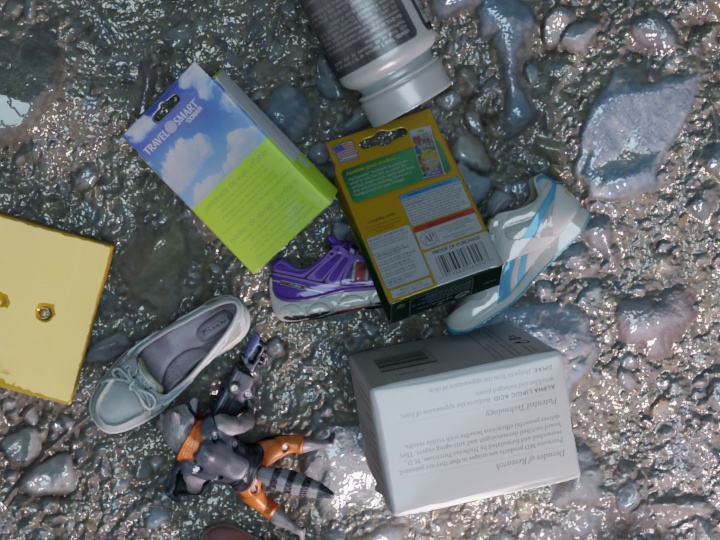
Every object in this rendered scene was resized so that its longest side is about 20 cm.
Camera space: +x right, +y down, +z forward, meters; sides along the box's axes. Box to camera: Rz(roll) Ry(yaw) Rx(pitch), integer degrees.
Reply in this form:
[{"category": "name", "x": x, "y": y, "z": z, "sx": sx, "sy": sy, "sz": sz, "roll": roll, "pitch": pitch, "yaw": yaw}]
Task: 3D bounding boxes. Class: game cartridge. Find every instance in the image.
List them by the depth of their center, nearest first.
[{"category": "game cartridge", "x": -0.376, "y": 0.030, "z": 1.433, "sx": 0.198, "sy": 0.032, "sz": 0.179, "roll": 16, "pitch": 94, "yaw": -6}]

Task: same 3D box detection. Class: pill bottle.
[{"category": "pill bottle", "x": 0.008, "y": -0.258, "z": 1.403, "sx": 0.113, "sy": 0.114, "sz": 0.202, "roll": -28, "pitch": 98, "yaw": -3}]

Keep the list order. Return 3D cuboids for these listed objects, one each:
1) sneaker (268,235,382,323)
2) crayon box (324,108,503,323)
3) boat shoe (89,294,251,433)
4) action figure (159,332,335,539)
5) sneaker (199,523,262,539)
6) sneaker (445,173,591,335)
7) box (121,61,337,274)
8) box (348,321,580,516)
[{"category": "sneaker", "x": 0.000, "y": 0.000, "z": 1.450, "sx": 0.197, "sy": 0.081, "sz": 0.085, "roll": -9, "pitch": 84, "yaw": -9}, {"category": "crayon box", "x": 0.053, "y": -0.059, "z": 1.423, "sx": 0.124, "sy": 0.052, "sz": 0.202, "roll": -18, "pitch": 65, "yaw": -8}, {"category": "boat shoe", "x": -0.203, "y": 0.095, "z": 1.433, "sx": 0.201, "sy": 0.065, "sz": 0.075, "roll": -35, "pitch": 84, "yaw": -3}, {"category": "action figure", "x": -0.117, "y": 0.176, "z": 1.442, "sx": 0.192, "sy": 0.105, "sz": 0.202, "roll": 21, "pitch": 94, "yaw": -17}, {"category": "sneaker", "x": -0.079, "y": 0.335, "z": 1.461, "sx": 0.198, "sy": 0.105, "sz": 0.076, "roll": 21, "pitch": 91, "yaw": -9}, {"category": "sneaker", "x": 0.155, "y": -0.014, "z": 1.471, "sx": 0.081, "sy": 0.077, "sz": 0.200, "roll": 43, "pitch": 84, "yaw": 0}, {"category": "box", "x": -0.135, "y": -0.110, "z": 1.419, "sx": 0.122, "sy": 0.048, "sz": 0.200, "roll": -41, "pitch": 100, "yaw": 19}, {"category": "box", "x": 0.101, "y": 0.147, "z": 1.412, "sx": 0.197, "sy": 0.199, "sz": 0.133, "roll": -11, "pitch": 98, "yaw": -6}]
